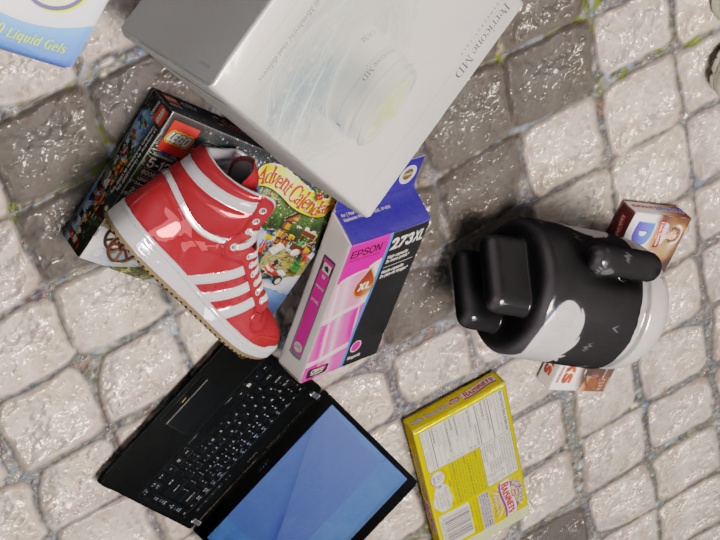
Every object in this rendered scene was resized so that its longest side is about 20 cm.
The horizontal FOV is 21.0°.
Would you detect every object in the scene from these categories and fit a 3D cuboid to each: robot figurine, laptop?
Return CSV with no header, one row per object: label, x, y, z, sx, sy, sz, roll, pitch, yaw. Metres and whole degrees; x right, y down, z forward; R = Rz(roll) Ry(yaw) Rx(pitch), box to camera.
robot figurine,0.176,0.019,1.705,0.200,0.150,0.125,9,104,-31
laptop,-0.088,0.180,1.672,0.177,0.103,0.200,-47,136,7

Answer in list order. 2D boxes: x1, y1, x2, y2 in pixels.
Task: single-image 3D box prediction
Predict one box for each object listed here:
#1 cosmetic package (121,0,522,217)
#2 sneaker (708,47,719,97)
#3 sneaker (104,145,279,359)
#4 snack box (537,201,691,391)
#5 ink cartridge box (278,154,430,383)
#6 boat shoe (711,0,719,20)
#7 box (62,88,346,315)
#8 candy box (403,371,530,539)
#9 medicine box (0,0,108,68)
cosmetic package,-0.023,-0.181,1.392,0.200,0.123,0.200,-54,137,-2
sneaker,0.406,-0.168,1.741,0.200,0.085,0.077,-12,130,-26
sneaker,-0.093,-0.016,1.480,0.112,0.071,0.200,-40,134,5
snack box,0.237,0.027,1.826,0.072,0.024,0.200,5,121,-34
ink cartridge box,0.000,0.000,1.608,0.095,0.037,0.200,-19,140,-41
boat shoe,0.387,-0.277,1.658,0.200,0.062,0.075,-42,135,2
box,-0.115,-0.046,1.520,0.200,0.038,0.137,20,111,-42
candy box,0.104,0.190,1.866,0.102,0.026,0.200,-29,135,-15
medicine box,-0.231,-0.255,1.229,0.182,0.103,0.200,14,116,-40
